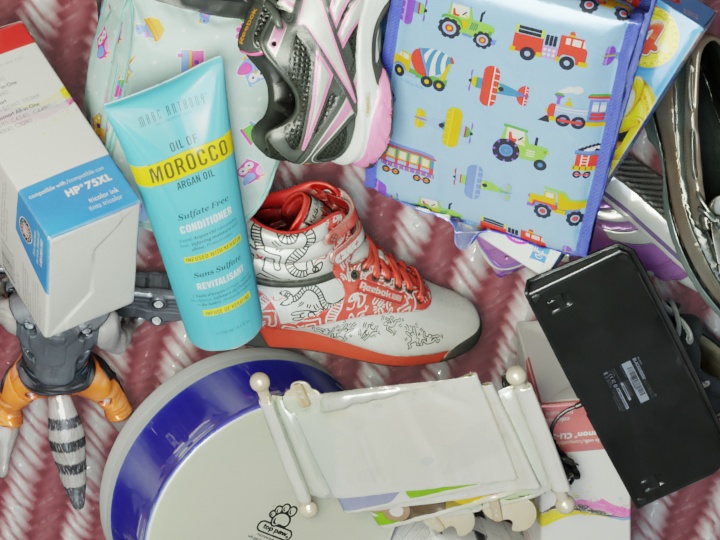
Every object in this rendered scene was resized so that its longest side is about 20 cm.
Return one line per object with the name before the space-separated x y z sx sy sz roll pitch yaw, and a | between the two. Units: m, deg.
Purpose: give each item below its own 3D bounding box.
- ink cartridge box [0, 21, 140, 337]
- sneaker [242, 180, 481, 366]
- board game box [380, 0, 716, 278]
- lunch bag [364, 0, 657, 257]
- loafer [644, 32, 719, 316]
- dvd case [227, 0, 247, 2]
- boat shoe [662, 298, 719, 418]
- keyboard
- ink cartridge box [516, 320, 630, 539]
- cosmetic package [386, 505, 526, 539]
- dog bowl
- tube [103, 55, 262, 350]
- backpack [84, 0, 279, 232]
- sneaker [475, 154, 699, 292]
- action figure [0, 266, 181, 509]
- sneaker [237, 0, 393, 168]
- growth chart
ink cartridge box | -0.217 -0.072 1.576 0.067 0.200 0.116 -24 153 -22
sneaker | 0.000 0.001 1.668 0.201 0.067 0.108 5 125 -18
board game box | 0.091 -0.132 1.586 0.200 0.056 0.196 32 112 5
lunch bag | 0.086 -0.099 1.527 0.150 0.094 0.200 17 119 8
loafer | 0.236 -0.059 1.621 0.072 0.063 0.200 -19 89 -30
dvd case | -0.152 -0.247 1.494 0.199 0.025 0.151 8 86 15
boat shoe | 0.207 0.048 1.696 0.060 0.076 0.200 -30 149 17
keyboard | 0.156 0.079 1.630 0.127 0.021 0.200 -25 120 7
ink cartridge box | 0.149 0.147 1.748 0.067 0.117 0.200 -5 118 -2
cosmetic package | 0.109 0.220 1.790 0.200 0.083 0.051 28 113 -27
dog bowl | -0.075 0.159 1.723 0.200 0.079 0.201 -14 121 -24
tube | -0.103 -0.040 1.541 0.077 0.050 0.200 -27 132 -17
backpack | -0.108 -0.125 1.581 0.166 0.127 0.200 10 121 -12
sneaker | 0.151 -0.026 1.684 0.200 0.073 0.114 35 112 -8
action figure | -0.177 0.058 1.692 0.199 0.105 0.194 -1 128 -2
sneaker | -0.031 -0.155 1.481 0.086 0.080 0.201 -8 102 -21
growth chart | 0.036 0.121 1.642 0.199 0.018 0.145 -4 126 12
